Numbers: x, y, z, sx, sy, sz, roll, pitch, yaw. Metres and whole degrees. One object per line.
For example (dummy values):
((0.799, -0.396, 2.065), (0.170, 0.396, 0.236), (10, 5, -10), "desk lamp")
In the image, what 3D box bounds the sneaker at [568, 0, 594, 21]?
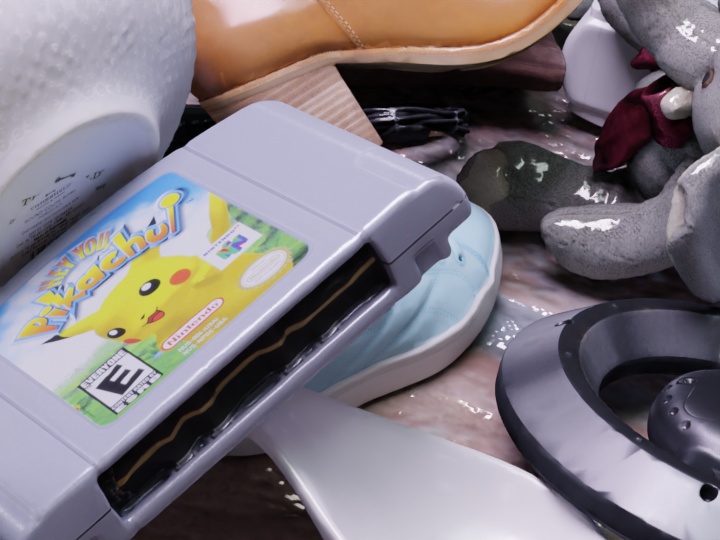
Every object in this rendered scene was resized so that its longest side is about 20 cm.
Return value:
((0.072, -0.168, 1.239), (0.074, 0.085, 0.200), (29, 15, 18), "sneaker")

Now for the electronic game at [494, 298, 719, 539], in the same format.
((0.147, 0.068, 1.004), (0.199, 0.042, 0.200), (14, 24, -6), "electronic game")

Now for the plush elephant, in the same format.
((0.150, -0.068, 1.099), (0.200, 0.155, 0.165), (37, 71, 17), "plush elephant")

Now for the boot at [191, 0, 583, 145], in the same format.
((0.000, -0.142, 1.081), (0.200, 0.156, 0.077), (-34, 10, -11), "boot")

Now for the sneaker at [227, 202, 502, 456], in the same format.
((0.000, 0.000, 1.036), (0.074, 0.082, 0.200), (26, 35, 21), "sneaker")

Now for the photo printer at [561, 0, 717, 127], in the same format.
((0.202, -0.117, 1.295), (0.166, 0.070, 0.200), (18, 32, 13), "photo printer")

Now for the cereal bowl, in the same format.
((-0.134, -0.048, 0.973), (0.083, 0.200, 0.200), (43, 42, 22), "cereal bowl")

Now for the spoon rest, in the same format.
((-0.006, 0.081, 0.927), (0.199, 0.061, 0.099), (17, 32, 12), "spoon rest")

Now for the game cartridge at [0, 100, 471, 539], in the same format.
((-0.070, 0.019, 0.922), (0.200, 0.041, 0.133), (-41, 31, -16), "game cartridge")

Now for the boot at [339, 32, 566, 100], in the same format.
((0.015, -0.110, 1.200), (0.166, 0.073, 0.200), (10, 16, -7), "boot")

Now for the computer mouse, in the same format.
((-0.036, -0.057, 1.171), (0.199, 0.034, 0.059), (-3, 6, -29), "computer mouse")
